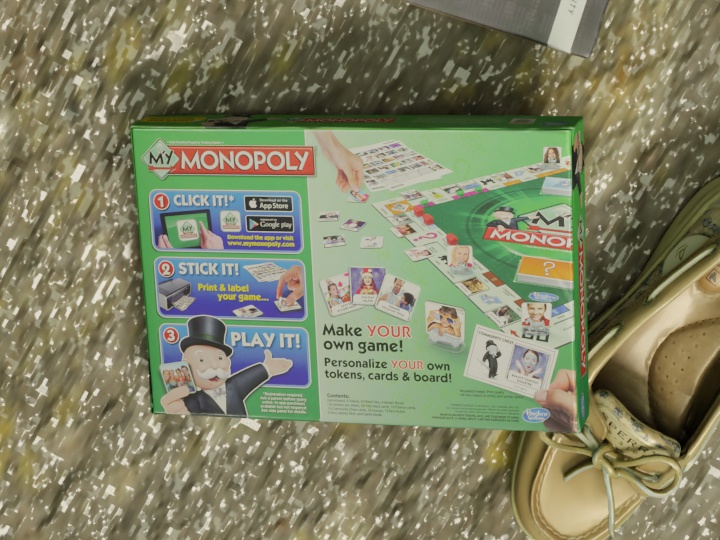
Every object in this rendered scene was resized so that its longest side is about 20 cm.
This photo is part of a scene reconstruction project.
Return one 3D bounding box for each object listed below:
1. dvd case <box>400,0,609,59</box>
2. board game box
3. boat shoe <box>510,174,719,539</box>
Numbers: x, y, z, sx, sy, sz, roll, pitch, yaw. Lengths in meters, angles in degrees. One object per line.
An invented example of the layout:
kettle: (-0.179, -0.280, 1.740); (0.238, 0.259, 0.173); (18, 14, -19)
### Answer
dvd case: (0.028, -0.191, 0.922); (0.198, 0.016, 0.150); (17, 104, -2)
board game box: (0.000, 0.000, 0.945); (0.198, 0.029, 0.136); (2, 104, 16)
boat shoe: (0.130, 0.046, 0.958); (0.073, 0.063, 0.201); (28, 105, -6)
